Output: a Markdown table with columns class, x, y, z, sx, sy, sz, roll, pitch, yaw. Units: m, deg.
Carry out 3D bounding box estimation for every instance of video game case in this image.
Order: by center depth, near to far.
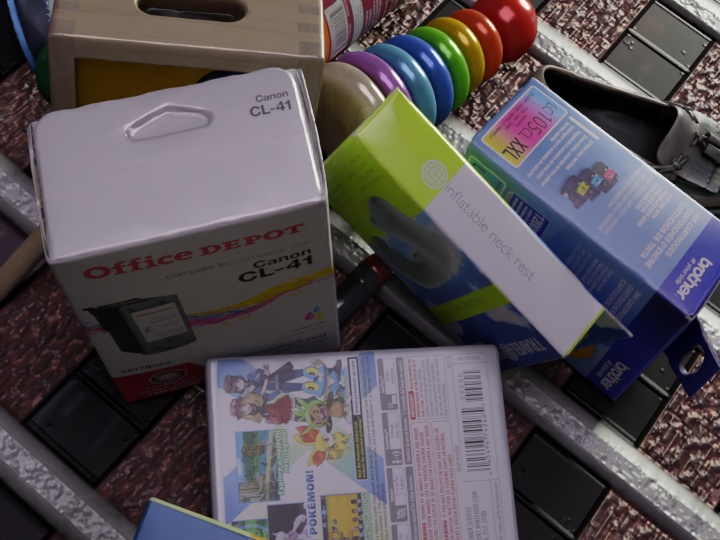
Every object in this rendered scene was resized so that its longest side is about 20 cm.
| class | x | y | z | sx | sy | sz | roll | pitch | yaw |
| --- | --- | --- | --- | --- | --- | --- | --- | --- | --- |
| video game case | 0.004 | 0.148 | 0.678 | 0.179 | 0.022 | 0.204 | -2 | 76 | -12 |

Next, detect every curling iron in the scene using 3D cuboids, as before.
| class | x | y | z | sx | sy | sz | roll | pitch | yaw |
| --- | --- | --- | --- | --- | --- | --- | --- | --- | --- |
| curling iron | 0.000 | 0.000 | 0.779 | 0.049 | 0.026 | 0.201 | 23 | 63 | 32 |

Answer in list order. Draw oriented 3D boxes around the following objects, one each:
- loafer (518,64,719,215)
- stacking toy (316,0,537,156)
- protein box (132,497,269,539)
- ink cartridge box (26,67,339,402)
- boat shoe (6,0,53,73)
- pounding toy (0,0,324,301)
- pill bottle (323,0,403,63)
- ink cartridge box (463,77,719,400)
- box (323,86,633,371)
| class | x | y | z | sx | sy | sz | roll | pitch | yaw |
| --- | --- | --- | --- | --- | --- | --- | --- | --- | --- |
| loafer | 0.205 | -0.095 | 0.842 | 0.196 | 0.063 | 0.073 | 16 | 61 | -2 |
| stacking toy | 0.055 | -0.148 | 0.837 | 0.199 | 0.086 | 0.085 | -37 | 74 | -29 |
| protein box | -0.040 | 0.243 | 0.558 | 0.197 | 0.135 | 0.202 | 19 | 73 | 0 |
| ink cartridge box | -0.090 | -0.011 | 0.656 | 0.145 | 0.201 | 0.087 | -13 | 66 | -5 |
| boat shoe | -0.216 | -0.231 | 0.824 | 0.067 | 0.084 | 0.203 | -10 | 67 | -3 |
| pounding toy | -0.130 | -0.087 | 0.725 | 0.196 | 0.186 | 0.144 | 3 | 49 | -9 |
| pill bottle | -0.013 | -0.230 | 0.847 | 0.109 | 0.110 | 0.200 | 40 | 62 | 12 |
| ink cartridge box | 0.150 | -0.007 | 0.744 | 0.199 | 0.137 | 0.076 | 38 | 64 | 11 |
| box | 0.062 | -0.010 | 0.716 | 0.200 | 0.122 | 0.048 | 46 | 72 | -5 |
